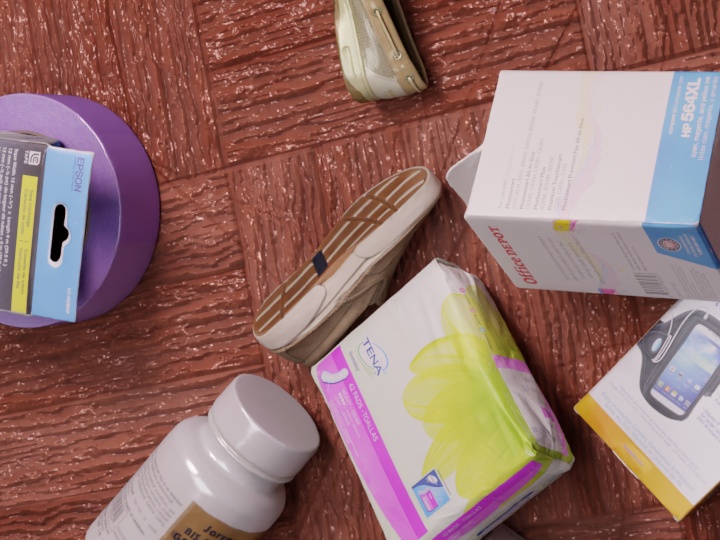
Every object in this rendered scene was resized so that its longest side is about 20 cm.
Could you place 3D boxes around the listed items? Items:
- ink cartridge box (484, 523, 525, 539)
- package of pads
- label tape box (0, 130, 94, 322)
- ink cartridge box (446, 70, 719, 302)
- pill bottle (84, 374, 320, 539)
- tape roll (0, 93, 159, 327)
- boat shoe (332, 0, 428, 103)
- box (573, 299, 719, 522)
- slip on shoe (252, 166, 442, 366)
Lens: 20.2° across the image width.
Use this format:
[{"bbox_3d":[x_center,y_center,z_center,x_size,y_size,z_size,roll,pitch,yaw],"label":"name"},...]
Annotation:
[{"bbox_3d":[0.048,0.302,1.550,0.045,0.176,0.200,36,108,9],"label":"ink cartridge box"},{"bbox_3d":[0.062,0.108,1.562,0.154,0.068,0.200,-42,54,21],"label":"package of pads"},{"bbox_3d":[-0.302,-0.043,1.694,0.200,0.066,0.144,9,97,23],"label":"label tape box"},{"bbox_3d":[0.175,-0.063,1.474,0.200,0.129,0.126,4,66,25],"label":"ink cartridge box"},{"bbox_3d":[-0.127,0.186,1.665,0.114,0.114,0.200,47,111,16],"label":"pill bottle"},{"bbox_3d":[-0.275,-0.052,1.751,0.200,0.066,0.201,2,94,25],"label":"tape roll"},{"bbox_3d":[0.008,-0.236,1.601,0.063,0.073,0.201,-8,92,19],"label":"boat shoe"},{"bbox_3d":[0.269,0.077,1.508,0.200,0.041,0.119,-47,73,18],"label":"box"},{"bbox_3d":[0.000,0.000,1.626,0.061,0.076,0.200,39,104,-23],"label":"slip on shoe"}]
